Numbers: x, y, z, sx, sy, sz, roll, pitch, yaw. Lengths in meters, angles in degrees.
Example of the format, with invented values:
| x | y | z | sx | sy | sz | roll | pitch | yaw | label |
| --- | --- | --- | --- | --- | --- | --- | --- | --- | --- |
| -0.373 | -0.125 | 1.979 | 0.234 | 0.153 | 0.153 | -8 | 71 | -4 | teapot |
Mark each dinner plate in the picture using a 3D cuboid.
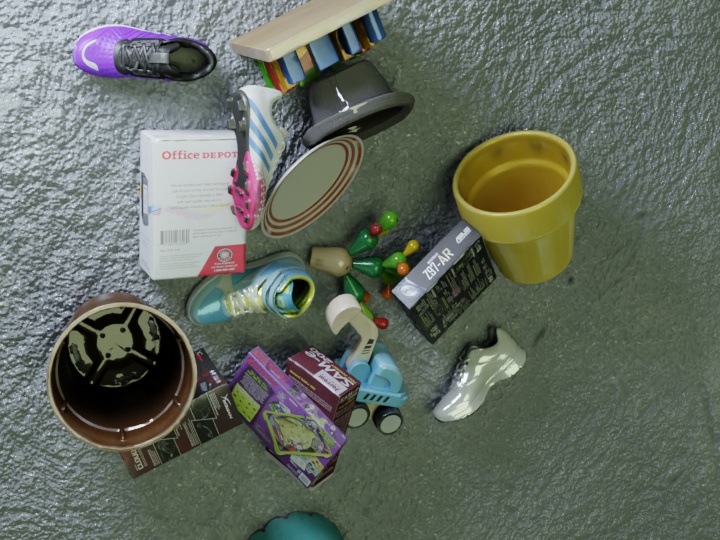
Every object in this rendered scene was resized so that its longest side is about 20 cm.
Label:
| x | y | z | sx | sy | sz | roll | pitch | yaw | label |
| --- | --- | --- | --- | --- | --- | --- | --- | --- | --- |
| -0.075 | -0.128 | 1.629 | 0.199 | 0.024 | 0.201 | -37 | 160 | -16 | dinner plate |

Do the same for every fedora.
| x | y | z | sx | sy | sz | roll | pitch | yaw | label |
| --- | --- | --- | --- | --- | --- | --- | --- | --- | --- |
| -0.014 | -0.248 | 1.610 | 0.175 | 0.200 | 0.092 | -23 | 88 | 19 | fedora |

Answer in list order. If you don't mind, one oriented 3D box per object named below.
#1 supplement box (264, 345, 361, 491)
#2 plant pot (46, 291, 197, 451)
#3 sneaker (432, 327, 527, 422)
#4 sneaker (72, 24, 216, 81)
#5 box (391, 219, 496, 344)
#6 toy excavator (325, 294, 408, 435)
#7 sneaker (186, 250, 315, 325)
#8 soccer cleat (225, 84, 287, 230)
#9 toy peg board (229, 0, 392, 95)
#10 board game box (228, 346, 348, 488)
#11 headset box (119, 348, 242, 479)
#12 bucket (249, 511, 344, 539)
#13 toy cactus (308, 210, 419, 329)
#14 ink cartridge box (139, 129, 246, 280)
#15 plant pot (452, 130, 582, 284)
| x | y | z | sx | sy | sz | roll | pitch | yaw | label |
| --- | --- | --- | --- | --- | --- | --- | --- | --- | --- |
| -0.077 | 0.231 | 1.717 | 0.061 | 0.108 | 0.202 | -28 | 144 | -47 | supplement box |
| -0.340 | 0.122 | 1.545 | 0.197 | 0.198 | 0.204 | -3 | 102 | -16 | plant pot |
| 0.192 | 0.179 | 1.888 | 0.200 | 0.074 | 0.087 | -43 | 106 | -13 | sneaker |
| -0.288 | -0.294 | 1.497 | 0.197 | 0.099 | 0.071 | -2 | 106 | -23 | sneaker |
| 0.138 | 0.022 | 1.755 | 0.160 | 0.043 | 0.200 | -46 | 156 | -3 | box |
| 0.006 | 0.141 | 1.745 | 0.192 | 0.100 | 0.202 | 13 | 114 | -28 | toy excavator |
| -0.159 | 0.040 | 1.646 | 0.198 | 0.130 | 0.081 | -26 | 117 | -13 | sneaker |
| -0.137 | -0.157 | 1.536 | 0.085 | 0.070 | 0.204 | -12 | 113 | -32 | soccer cleat |
| -0.055 | -0.312 | 1.535 | 0.198 | 0.199 | 0.099 | -29 | 113 | -12 | toy peg board |
| -0.118 | 0.226 | 1.685 | 0.032 | 0.200 | 0.120 | -34 | 165 | -46 | board game box |
| -0.293 | 0.213 | 1.633 | 0.198 | 0.149 | 0.078 | -24 | 114 | -14 | headset box |
| -0.092 | 0.519 | 1.828 | 0.204 | 0.135 | 0.211 | -8 | 111 | -22 | bucket |
| 0.000 | 0.000 | 1.725 | 0.162 | 0.103 | 0.202 | 9 | 126 | -8 | toy cactus |
| -0.242 | -0.097 | 1.590 | 0.145 | 0.085 | 0.204 | -3 | 106 | -25 | ink cartridge box |
| 0.262 | -0.088 | 1.763 | 0.199 | 0.201 | 0.190 | -31 | 131 | -11 | plant pot |
